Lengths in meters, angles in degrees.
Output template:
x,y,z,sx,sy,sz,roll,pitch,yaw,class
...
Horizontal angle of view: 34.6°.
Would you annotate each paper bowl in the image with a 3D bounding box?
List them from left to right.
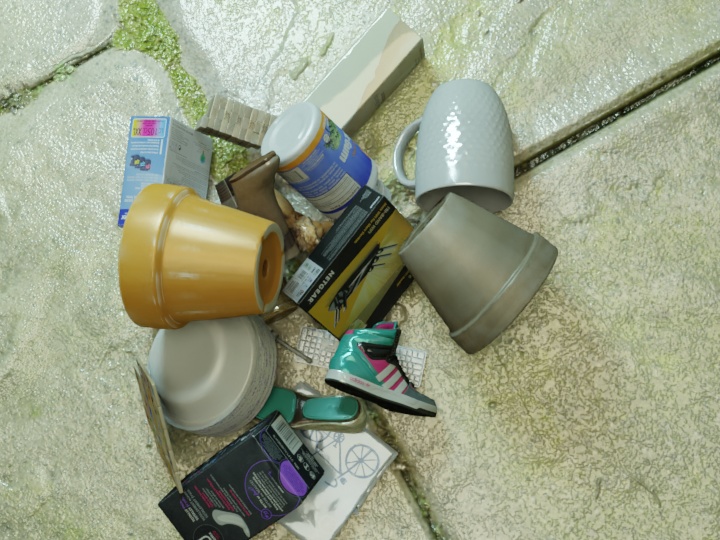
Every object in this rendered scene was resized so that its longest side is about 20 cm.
x,y,z,sx,sy,sz,roll,pitch,yaw,class
-0.230,0.137,1.698,0.199,0.104,0.203,-9,69,25,paper bowl

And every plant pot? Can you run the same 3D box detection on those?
x,y,z,sx,sy,sz,roll,pitch,yaw,class
-0.209,-0.013,1.598,0.181,0.200,0.203,6,83,15,plant pot
0.155,-0.012,1.653,0.173,0.200,0.200,41,88,-4,plant pot

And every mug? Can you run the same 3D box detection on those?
x,y,z,sx,sy,sz,roll,pitch,yaw,class
0.134,-0.183,1.735,0.198,0.147,0.178,-9,71,35,mug

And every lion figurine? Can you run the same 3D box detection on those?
x,y,z,sx,sy,sz,roll,pitch,yaw,class
-0.125,-0.098,1.749,0.200,0.123,0.073,43,88,10,lion figurine

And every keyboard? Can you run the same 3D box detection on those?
x,y,z,sx,sy,sz,roll,pitch,yaw,class
0.000,0.131,1.763,0.198,0.011,0.057,11,84,7,keyboard

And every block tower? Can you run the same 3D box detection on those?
x,y,z,sx,sy,sz,roll,pitch,yaw,class
-0.148,-0.210,1.765,0.198,0.054,0.058,16,83,-16,block tower

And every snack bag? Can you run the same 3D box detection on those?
x,y,z,sx,sy,sz,roll,pitch,yaw,class
-0.072,0.301,1.743,0.188,0.021,0.201,34,87,10,snack bag

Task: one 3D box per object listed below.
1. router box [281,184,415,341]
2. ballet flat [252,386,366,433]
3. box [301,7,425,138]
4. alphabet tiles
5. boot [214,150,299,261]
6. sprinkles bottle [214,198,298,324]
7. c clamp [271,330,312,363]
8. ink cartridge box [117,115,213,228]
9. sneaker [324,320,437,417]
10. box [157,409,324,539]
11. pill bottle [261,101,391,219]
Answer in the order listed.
x,y,z,sx,sy,sz,roll,pitch,yaw,class
0.000,0.000,1.704,0.201,0.157,0.052,-52,44,-4,router box
-0.086,0.215,1.713,0.198,0.063,0.068,6,57,16,ballet flat
0.005,-0.294,1.778,0.078,0.095,0.200,41,90,9,box
-0.300,0.211,1.682,0.007,0.200,0.169,-17,108,-17,alphabet tiles
-0.134,-0.081,1.653,0.070,0.199,0.147,-36,99,-28,boot
-0.163,-0.020,1.771,0.068,0.068,0.202,-25,81,2,sprinkles bottle
-0.199,0.163,1.767,0.170,0.027,0.201,38,89,13,c clamp
-0.297,-0.120,1.758,0.075,0.136,0.203,1,81,22,ink cartridge box
0.043,0.137,1.696,0.199,0.083,0.122,26,71,-33,sneaker
-0.171,0.315,1.668,0.199,0.106,0.123,-36,92,21,box
-0.044,-0.147,1.710,0.111,0.200,0.113,-27,42,28,pill bottle
